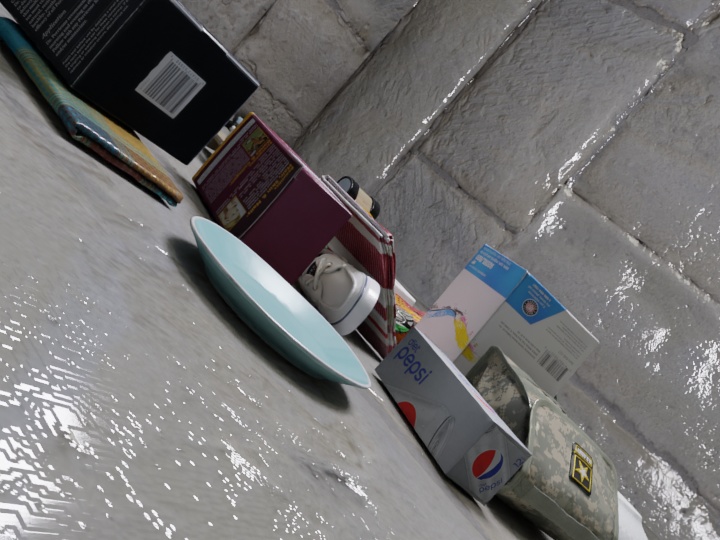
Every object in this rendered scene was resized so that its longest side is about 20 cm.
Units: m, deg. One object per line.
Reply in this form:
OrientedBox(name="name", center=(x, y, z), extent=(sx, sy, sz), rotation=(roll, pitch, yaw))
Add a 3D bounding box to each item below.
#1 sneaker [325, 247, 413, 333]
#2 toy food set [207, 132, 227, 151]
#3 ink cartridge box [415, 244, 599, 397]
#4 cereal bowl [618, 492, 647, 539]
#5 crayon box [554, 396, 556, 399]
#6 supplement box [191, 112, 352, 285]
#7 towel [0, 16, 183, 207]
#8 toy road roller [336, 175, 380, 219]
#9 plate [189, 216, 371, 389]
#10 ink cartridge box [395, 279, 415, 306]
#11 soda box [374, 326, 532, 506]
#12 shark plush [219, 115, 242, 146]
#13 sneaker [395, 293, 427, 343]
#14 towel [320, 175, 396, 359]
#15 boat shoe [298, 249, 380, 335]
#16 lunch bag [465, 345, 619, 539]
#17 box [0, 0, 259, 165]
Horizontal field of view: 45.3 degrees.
OrientedBox(name="sneaker", center=(0.005, 0.012, 1.190), extent=(0.200, 0.086, 0.078), rotation=(43, -8, -16))
OrientedBox(name="toy food set", center=(-0.190, -0.163, 1.443), extent=(0.142, 0.061, 0.200), rotation=(27, 11, -32))
OrientedBox(name="ink cartridge box", center=(0.165, 0.102, 1.102), extent=(0.147, 0.201, 0.145), rotation=(40, 2, -22))
OrientedBox(name="cereal bowl", center=(0.307, 0.320, 1.134), extent=(0.200, 0.083, 0.200), rotation=(44, 5, -4))
OrientedBox(name="crayon box", center=(0.226, 0.181, 1.288), extent=(0.173, 0.057, 0.203), rotation=(-129, -159, -52))
OrientedBox(name="supplement box", center=(-0.103, -0.082, 0.955), extent=(0.085, 0.111, 0.200), rotation=(40, 5, -34))
OrientedBox(name="towel", center=(-0.250, -0.145, 0.787), extent=(0.200, 0.022, 0.146), rotation=(48, 5, 35))
OrientedBox(name="toy road roller", center=(-0.062, -0.118, 1.972), extent=(0.197, 0.149, 0.123), rotation=(-3, -29, 38))
OrientedBox(name="plate", center=(-0.070, 0.033, 0.706), extent=(0.200, 0.026, 0.200), rotation=(45, 3, -3))
OrientedBox(name="ink cartridge box", center=(-0.007, 0.002, 1.377), extent=(0.115, 0.068, 0.200), rotation=(46, 4, 41))
OrientedBox(name="soda box", center=(0.085, 0.138, 0.859), extent=(0.063, 0.068, 0.200), rotation=(42, 5, -29))
OrientedBox(name="shark plush", center=(-0.182, -0.166, 1.305), extent=(0.201, 0.090, 0.084), rotation=(54, -6, 44))
OrientedBox(name="sneaker", center=(0.062, 0.087, 1.288), extent=(0.197, 0.078, 0.073), rotation=(29, 24, -1))
OrientedBox(name="towel", center=(0.000, 0.000, 1.041), extent=(0.144, 0.022, 0.203), rotation=(46, -29, 41))
OrientedBox(name="boat shoe", center=(-0.037, 0.017, 0.967), extent=(0.065, 0.074, 0.200), rotation=(38, -5, -18))
OrientedBox(name="lunch bag", center=(0.189, 0.202, 0.929), extent=(0.164, 0.118, 0.201), rotation=(41, 10, -24))
OrientedBox(name="box", center=(-0.234, -0.239, 0.854), extent=(0.197, 0.124, 0.200), rotation=(48, 5, 24))
